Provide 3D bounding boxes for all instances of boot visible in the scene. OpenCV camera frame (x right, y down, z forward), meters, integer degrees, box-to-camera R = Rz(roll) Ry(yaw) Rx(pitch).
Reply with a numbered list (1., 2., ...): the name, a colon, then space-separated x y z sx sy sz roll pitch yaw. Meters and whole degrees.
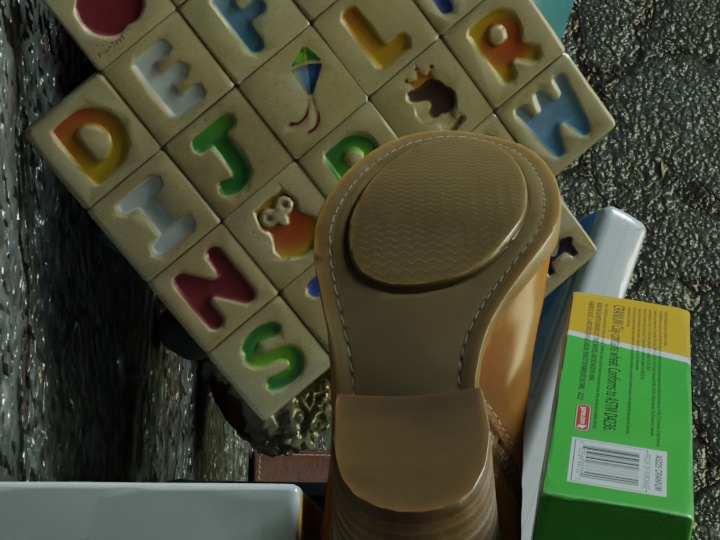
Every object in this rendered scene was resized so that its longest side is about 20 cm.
1. boot: 0.026 0.064 0.573 0.201 0.076 0.156 -88 177 -51

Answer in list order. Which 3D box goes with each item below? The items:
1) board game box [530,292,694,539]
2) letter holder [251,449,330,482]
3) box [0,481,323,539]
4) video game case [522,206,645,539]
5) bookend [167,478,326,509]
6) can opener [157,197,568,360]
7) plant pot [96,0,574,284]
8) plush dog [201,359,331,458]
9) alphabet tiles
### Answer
1. board game box: 0.066 0.127 0.559 0.153 0.040 0.202 -64 161 -68
2. letter holder: -0.001 0.227 1.188 0.101 0.141 0.202 78 12 -69
3. box: -0.062 0.154 0.592 0.200 0.105 0.154 69 22 -77
4. video game case: 0.034 0.084 0.729 0.182 0.022 0.201 -29 -143 66
5. bookend: -0.044 0.227 0.930 0.200 0.091 0.201 77 14 -68
6. can opener: 0.000 0.000 0.828 0.067 0.199 0.054 36 45 -42
7. plant pot: -0.017 -0.082 0.725 0.200 0.198 0.190 58 47 -82
8. plush dog: 0.019 -0.001 0.965 0.160 0.171 0.202 -22 118 -49
9. alphabet tiles: -0.011 -0.050 0.632 0.200 0.166 0.006 51 -1 -18
